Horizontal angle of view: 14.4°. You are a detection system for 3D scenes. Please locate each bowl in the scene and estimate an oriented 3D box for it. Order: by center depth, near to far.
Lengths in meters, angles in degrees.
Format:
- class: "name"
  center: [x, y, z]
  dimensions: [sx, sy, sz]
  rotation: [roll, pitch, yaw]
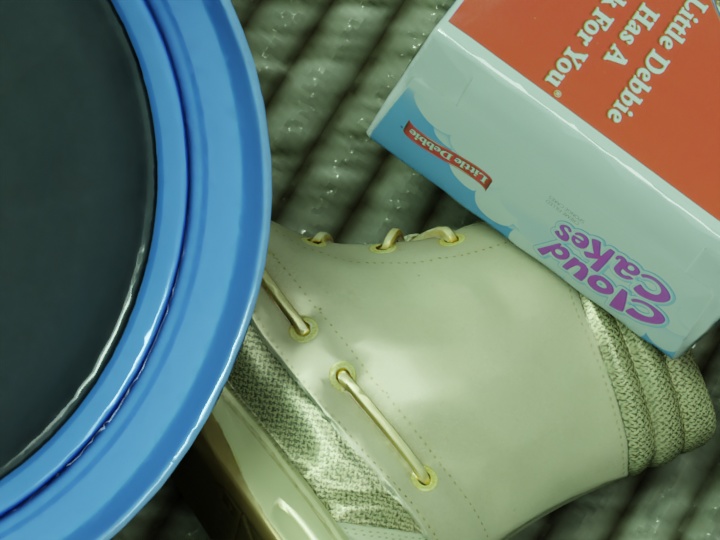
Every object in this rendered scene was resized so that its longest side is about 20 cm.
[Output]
- class: "bowl"
  center: [-0.115, -0.015, 0.686]
  dimensions: [0.200, 0.039, 0.202]
  rotation: [-7, 103, -33]

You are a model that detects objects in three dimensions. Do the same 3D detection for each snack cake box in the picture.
- class: "snack cake box"
  center: [0.106, -0.087, 0.846]
  dimensions: [0.115, 0.067, 0.200]
  rotation: [37, 59, 0]

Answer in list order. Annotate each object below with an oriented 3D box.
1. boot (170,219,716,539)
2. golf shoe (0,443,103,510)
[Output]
- class: "boot"
  center: [0.000, 0.000, 0.852]
  dimensions: [0.155, 0.073, 0.201]
  rotation: [-28, 73, -20]
- class: "golf shoe"
  center: [-0.107, 0.084, 0.763]
  dimensions: [0.078, 0.097, 0.201]
  rotation: [28, 51, -24]
